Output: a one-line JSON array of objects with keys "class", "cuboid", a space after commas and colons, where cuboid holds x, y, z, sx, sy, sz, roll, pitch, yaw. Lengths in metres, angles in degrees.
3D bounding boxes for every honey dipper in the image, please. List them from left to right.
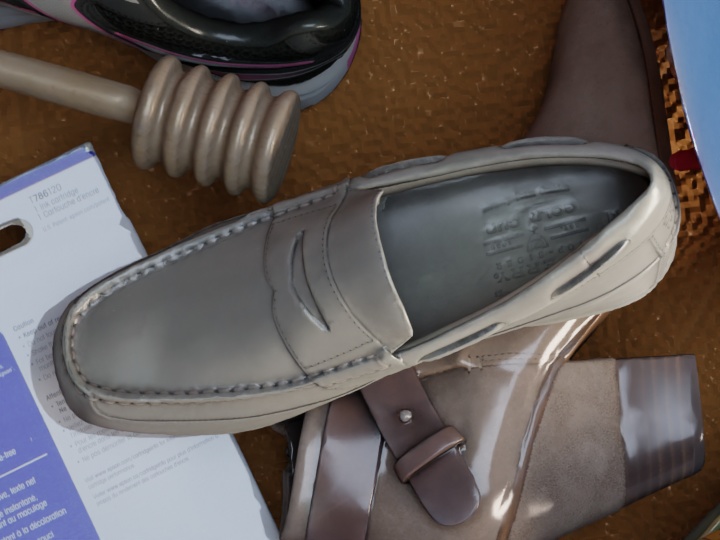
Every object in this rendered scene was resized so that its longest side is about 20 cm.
[{"class": "honey dipper", "cuboid": [-0.118, -0.067, 0.935, 0.199, 0.038, 0.038, 17, 83, 7]}]

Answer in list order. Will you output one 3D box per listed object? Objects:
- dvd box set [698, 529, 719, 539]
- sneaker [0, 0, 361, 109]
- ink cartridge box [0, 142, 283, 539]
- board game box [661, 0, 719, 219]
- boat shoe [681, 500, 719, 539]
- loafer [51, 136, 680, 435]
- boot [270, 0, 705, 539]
[{"class": "dvd box set", "cuboid": [0.197, 0.124, 0.956, 0.199, 0.029, 0.147, -19, 113, -30]}, {"class": "sneaker", "cuboid": [-0.087, -0.113, 0.939, 0.199, 0.086, 0.081, 13, 82, -10]}, {"class": "ink cartridge box", "cuboid": [-0.089, 0.069, 0.952, 0.099, 0.039, 0.201, -25, 93, -12]}, {"class": "board game box", "cuboid": [0.111, -0.088, 0.950, 0.039, 0.158, 0.201, -6, 51, 24]}, {"class": "boat shoe", "cuboid": [0.162, 0.053, 0.985, 0.060, 0.072, 0.202, 35, 74, 4]}, {"class": "loafer", "cuboid": [0.000, 0.000, 0.897, 0.199, 0.070, 0.070, -18, 73, -1]}, {"class": "boot", "cuboid": [0.031, -0.001, 0.961, 0.145, 0.070, 0.201, -5, 70, -4]}]
